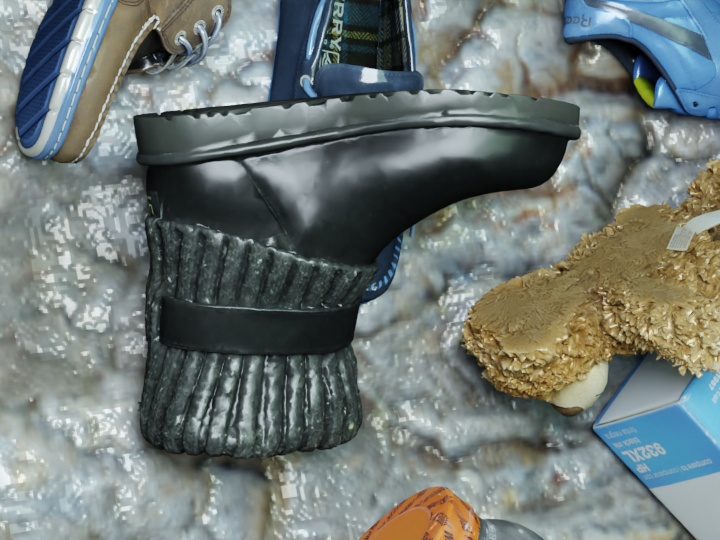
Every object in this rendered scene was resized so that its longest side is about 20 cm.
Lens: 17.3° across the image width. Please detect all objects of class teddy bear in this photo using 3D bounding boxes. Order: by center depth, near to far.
[{"bbox_3d":[0.147,0.011,1.159,0.200,0.145,0.067,-37,126,-28],"label":"teddy bear"}]

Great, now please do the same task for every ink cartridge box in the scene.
[{"bbox_3d":[0.240,0.094,1.218,0.200,0.084,0.145,46,59,-11],"label":"ink cartridge box"}]

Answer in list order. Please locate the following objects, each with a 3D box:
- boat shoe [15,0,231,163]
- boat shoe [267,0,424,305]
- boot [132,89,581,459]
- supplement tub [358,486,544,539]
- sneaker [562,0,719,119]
[{"bbox_3d":[-0.096,-0.130,1.097,0.072,0.072,0.201,28,66,-21],"label":"boat shoe"},{"bbox_3d":[-0.009,-0.086,1.135,0.084,0.069,0.201,-2,79,-29],"label":"boat shoe"},{"bbox_3d":[-0.001,0.000,1.070,0.210,0.079,0.159,-5,95,-1],"label":"boot"},{"bbox_3d":[0.076,0.199,1.080,0.200,0.122,0.123,45,61,-13],"label":"supplement tub"},{"bbox_3d":[0.191,-0.103,1.258,0.200,0.066,0.079,29,79,-20],"label":"sneaker"}]
